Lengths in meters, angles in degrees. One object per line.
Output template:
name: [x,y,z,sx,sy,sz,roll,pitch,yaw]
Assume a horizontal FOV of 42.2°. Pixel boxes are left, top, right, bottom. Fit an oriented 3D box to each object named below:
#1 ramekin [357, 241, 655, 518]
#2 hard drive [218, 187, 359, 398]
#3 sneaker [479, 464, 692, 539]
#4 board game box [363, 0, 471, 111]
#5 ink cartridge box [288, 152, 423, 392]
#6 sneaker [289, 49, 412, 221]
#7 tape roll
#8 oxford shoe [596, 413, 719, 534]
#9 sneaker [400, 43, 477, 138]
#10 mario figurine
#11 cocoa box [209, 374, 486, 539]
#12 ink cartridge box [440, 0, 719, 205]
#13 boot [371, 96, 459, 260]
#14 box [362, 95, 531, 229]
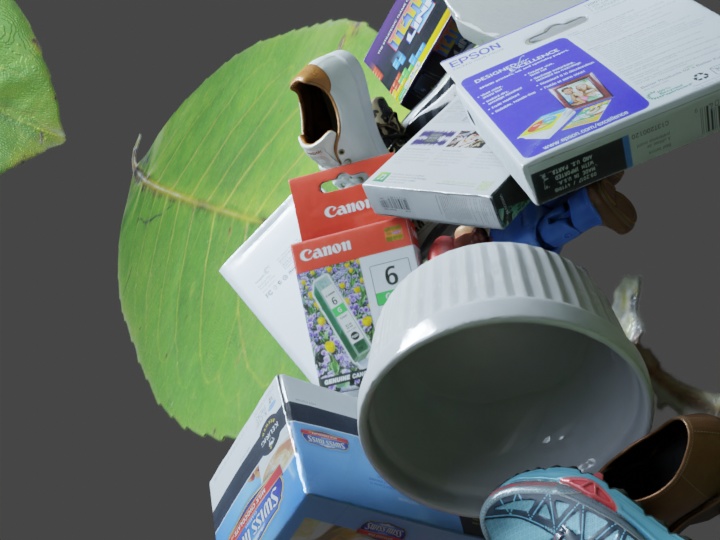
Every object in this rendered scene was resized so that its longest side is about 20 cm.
ramekin: [0.098,0.073,0.665,0.200,0.199,0.105,-50,22,32]
hard drive: [-0.031,0.022,0.887,0.132,0.025,0.200,-45,64,4]
sneaker: [0.140,0.180,0.527,0.199,0.095,0.080,21,122,40]
board game box: [0.092,-0.298,1.098,0.201,0.056,0.166,-59,29,18]
ink cartridge box: [0.000,0.000,0.819,0.050,0.108,0.201,25,-128,-79]
sneaker: [-0.017,-0.101,0.889,0.073,0.201,0.085,-8,20,44]
tape roll: [0.165,-0.291,0.846,0.201,0.037,0.204,-6,73,19]
oxford shoe: [0.165,0.159,0.608,0.200,0.071,0.072,-56,31,27]
sneaker: [0.097,-0.151,0.960,0.201,0.071,0.083,-57,29,21]
mario figurine: [0.145,-0.019,0.800,0.200,0.106,0.123,-34,5,34]
cocoa box: [-0.001,0.195,0.746,0.134,0.199,0.131,-56,29,23]
ink cartridge box: [0.181,-0.145,0.708,0.197,0.044,0.200,-23,36,1]
boot: [0.058,-0.113,0.928,0.151,0.073,0.200,50,133,12]
box: [0.115,-0.111,0.781,0.144,0.036,0.200,11,49,47]
